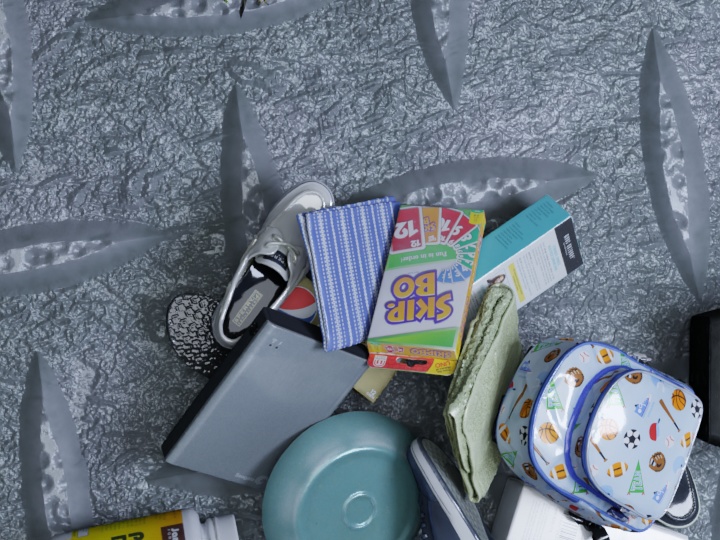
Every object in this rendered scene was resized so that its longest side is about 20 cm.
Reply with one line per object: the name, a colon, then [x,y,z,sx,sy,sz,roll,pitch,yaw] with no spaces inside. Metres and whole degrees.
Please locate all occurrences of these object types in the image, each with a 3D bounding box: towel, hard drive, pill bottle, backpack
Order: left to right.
pill bottle: [-0.223,0.314,1.488,0.198,0.109,0.110,-11,89,-7]
hard drive: [-0.099,0.138,1.479,0.139,0.033,0.200,22,117,-34]
towel: [0.000,0.000,1.500,0.024,0.199,0.146,-10,92,31]
towel: [0.135,0.127,1.488,0.036,0.149,0.201,4,44,21]
backpack: [0.240,0.162,1.448,0.189,0.154,0.202,25,75,-17]

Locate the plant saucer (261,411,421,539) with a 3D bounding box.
plant saucer: [-0.007,0.252,1.517,0.198,0.036,0.202,-6,107,-22]

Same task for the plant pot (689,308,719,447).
plant pot: [0.456,0.120,1.547,0.176,0.200,0.202,0,88,5]

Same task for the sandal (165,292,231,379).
sandal: [-0.133,0.096,1.544,0.200,0.048,0.076,37,83,-17]

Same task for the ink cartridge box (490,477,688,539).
ink cartridge box: [0.241,0.329,1.559,0.198,0.083,0.148,19,86,-6]

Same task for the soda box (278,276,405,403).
soda box: [-0.048,0.057,1.539,0.200,0.068,0.064,39,84,-5]

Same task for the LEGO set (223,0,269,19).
LEGO set: [-0.148,-0.382,1.540,0.153,0.116,0.202,13,82,23]

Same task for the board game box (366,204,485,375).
board game box: [0.069,0.018,1.495,0.095,0.030,0.201,4,57,15]

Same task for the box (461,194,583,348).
box: [0.146,0.008,1.552,0.199,0.049,0.083,-34,137,-9]

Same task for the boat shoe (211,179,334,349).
boat shoe: [-0.090,-0.008,1.468,0.072,0.066,0.201,37,84,-4]

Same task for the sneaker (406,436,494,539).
sneaker: [0.063,0.292,1.496,0.145,0.077,0.204,-30,83,18]

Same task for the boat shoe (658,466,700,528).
boat shoe: [0.324,0.199,1.585,0.074,0.062,0.201,-25,93,-9]
